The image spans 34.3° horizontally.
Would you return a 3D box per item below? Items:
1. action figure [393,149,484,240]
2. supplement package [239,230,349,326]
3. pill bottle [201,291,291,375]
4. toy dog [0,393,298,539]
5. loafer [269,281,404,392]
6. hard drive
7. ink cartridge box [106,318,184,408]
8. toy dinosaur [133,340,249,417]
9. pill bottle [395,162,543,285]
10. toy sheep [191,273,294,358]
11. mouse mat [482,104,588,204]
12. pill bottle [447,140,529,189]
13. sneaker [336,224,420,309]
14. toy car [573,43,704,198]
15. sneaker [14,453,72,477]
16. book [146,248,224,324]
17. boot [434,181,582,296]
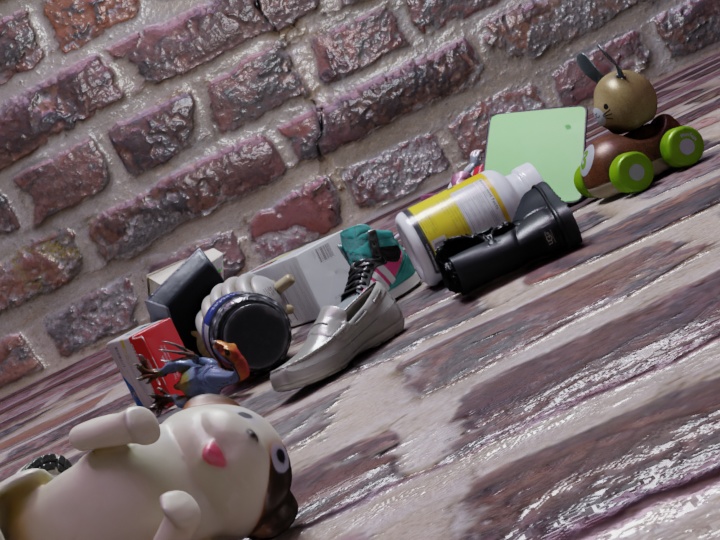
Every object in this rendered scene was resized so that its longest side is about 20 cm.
[{"bbox_3d":[0.134,-0.086,1.728,0.149,0.134,0.200,-26,-2,-31],"label":"action figure"},{"bbox_3d":[-0.099,0.024,1.928,0.114,0.110,0.200,-30,6,-38],"label":"supplement package"},{"bbox_3d":[-0.154,0.085,1.590,0.112,0.112,0.200,-27,5,-11],"label":"pill bottle"},{"bbox_3d":[-0.137,0.165,0.774,0.200,0.140,0.194,-29,-31,-15],"label":"toy dog"},{"bbox_3d":[-0.032,0.075,1.329,0.070,0.070,0.200,-20,8,46],"label":"loafer"},{"bbox_3d":[-0.254,0.071,1.836,0.042,0.200,0.135,30,64,31],"label":"hard drive"},{"bbox_3d":[-0.303,0.139,1.737,0.067,0.116,0.200,-28,6,-26],"label":"ink cartridge box"},{"bbox_3d":[-0.206,0.128,1.516,0.181,0.105,0.200,-13,5,25],"label":"toy dinosaur"},{"bbox_3d":[0.157,-0.068,1.597,0.200,0.112,0.112,-26,5,-4],"label":"pill bottle"},{"bbox_3d":[-0.175,0.067,1.778,0.200,0.138,0.138,-44,0,18],"label":"toy sheep"},{"bbox_3d":[0.268,-0.176,1.806,0.161,0.008,0.200,-3,53,19],"label":"mouse mat"},{"bbox_3d":[0.235,-0.140,1.926,0.112,0.112,0.200,-30,6,-34],"label":"pill bottle"},{"bbox_3d":[0.000,0.000,1.630,0.084,0.121,0.200,-22,7,39],"label":"sneaker"},{"bbox_3d":[0.352,-0.214,1.614,0.158,0.200,0.164,-27,5,-9],"label":"toy car"},{"bbox_3d":[-0.390,0.269,1.234,0.089,0.077,0.200,-38,-9,38],"label":"sneaker"},{"bbox_3d":[-0.275,0.077,1.890,0.048,0.200,0.134,27,39,34],"label":"book"},{"bbox_3d":[0.171,-0.039,1.438,0.168,0.076,0.200,-22,12,3],"label":"boot"}]
